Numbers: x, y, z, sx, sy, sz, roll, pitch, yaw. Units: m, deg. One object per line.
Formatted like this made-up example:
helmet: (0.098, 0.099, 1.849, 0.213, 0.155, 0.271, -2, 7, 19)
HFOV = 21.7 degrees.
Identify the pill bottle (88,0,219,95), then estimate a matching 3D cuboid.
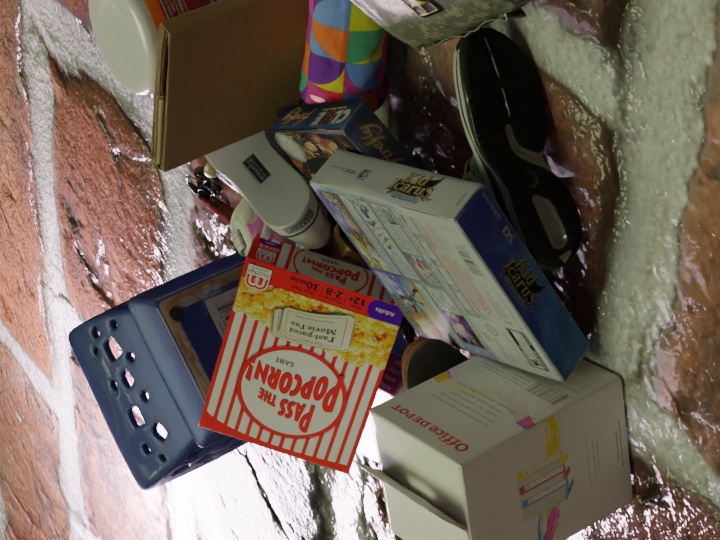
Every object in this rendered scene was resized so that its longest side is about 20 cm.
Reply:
pill bottle: (-0.130, -0.238, 1.667, 0.113, 0.199, 0.113, 41, 144, 39)

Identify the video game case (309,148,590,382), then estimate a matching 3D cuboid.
video game case: (0.073, -0.005, 1.543, 0.181, 0.045, 0.200, 16, 150, 48)

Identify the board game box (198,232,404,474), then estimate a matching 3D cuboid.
board game box: (-0.052, 0.079, 1.729, 0.151, 0.046, 0.201, 17, 123, -1)

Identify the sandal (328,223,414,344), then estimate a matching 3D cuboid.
sandal: (0.000, 0.000, 1.788, 0.080, 0.054, 0.201, 18, 127, 55)

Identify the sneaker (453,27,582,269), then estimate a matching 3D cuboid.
sneaker: (0.098, -0.095, 1.516, 0.115, 0.075, 0.201, 3, 117, 58)

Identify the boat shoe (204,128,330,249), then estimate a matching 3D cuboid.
boat shoe: (-0.085, -0.094, 1.734, 0.200, 0.072, 0.066, 48, -179, 40)

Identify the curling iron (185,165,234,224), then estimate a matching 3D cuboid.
curling iron: (-0.127, -0.052, 1.994, 0.200, 0.026, 0.050, 42, 168, 39)

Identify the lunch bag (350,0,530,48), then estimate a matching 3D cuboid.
lunch bag: (0.048, -0.269, 1.413, 0.164, 0.117, 0.201, -12, 98, 64)

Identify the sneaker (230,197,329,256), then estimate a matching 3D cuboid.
sneaker: (-0.079, -0.026, 1.793, 0.081, 0.088, 0.201, 36, -129, -68)

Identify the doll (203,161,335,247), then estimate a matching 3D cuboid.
doll: (-0.094, -0.073, 1.893, 0.200, 0.048, 0.137, 42, 166, 34)

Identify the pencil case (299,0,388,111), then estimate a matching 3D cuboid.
pencil case: (-0.006, -0.224, 1.593, 0.088, 0.088, 0.201, 47, 146, 31)

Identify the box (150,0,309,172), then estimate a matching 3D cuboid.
box: (-0.092, -0.182, 1.645, 0.021, 0.199, 0.164, 47, 147, 30)

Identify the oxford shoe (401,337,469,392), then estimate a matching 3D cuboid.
oxford shoe: (0.074, 0.116, 1.677, 0.071, 0.071, 0.200, 46, 172, 41)

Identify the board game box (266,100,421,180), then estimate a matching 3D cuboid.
board game box: (0.021, -0.063, 1.637, 0.200, 0.035, 0.135, 48, 159, -23)

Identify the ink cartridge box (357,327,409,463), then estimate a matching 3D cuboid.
ink cartridge box: (0.006, 0.115, 1.840, 0.196, 0.043, 0.200, 25, 147, 52)

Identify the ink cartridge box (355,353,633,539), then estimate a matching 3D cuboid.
ink cartridge box: (0.108, 0.160, 1.567, 0.128, 0.199, 0.126, 27, 134, 50)

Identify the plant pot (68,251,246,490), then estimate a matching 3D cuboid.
plant pot: (-0.167, 0.095, 2.018, 0.180, 0.200, 0.201, -34, 82, 55)
